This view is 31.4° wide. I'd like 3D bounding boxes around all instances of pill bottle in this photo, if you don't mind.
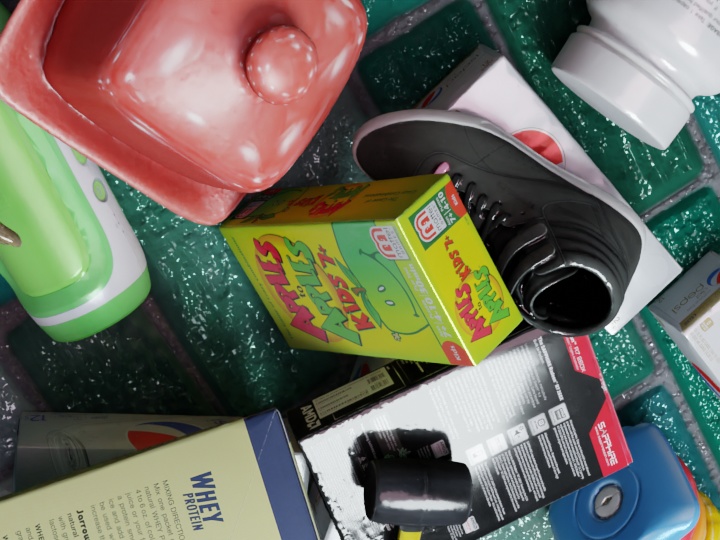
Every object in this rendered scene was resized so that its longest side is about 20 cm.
[{"bbox_3d":[0.220,-0.188,0.835,0.113,0.113,0.201,33,96,-19],"label":"pill bottle"}]

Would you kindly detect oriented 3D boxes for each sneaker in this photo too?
[{"bbox_3d":[0.082,-0.029,0.776,0.198,0.100,0.071,24,125,-3],"label":"sneaker"}]

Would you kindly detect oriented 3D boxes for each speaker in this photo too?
[{"bbox_3d":[-0.207,-0.058,0.795,0.088,0.088,0.202,-26,110,-4],"label":"speaker"}]

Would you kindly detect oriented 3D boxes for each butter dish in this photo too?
[{"bbox_3d":[-0.076,-0.131,0.744,0.199,0.147,0.201,33,88,-40],"label":"butter dish"}]

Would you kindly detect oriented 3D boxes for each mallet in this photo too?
[{"bbox_3d":[0.034,0.208,0.815,0.065,0.041,0.202,-3,114,-9],"label":"mallet"}]

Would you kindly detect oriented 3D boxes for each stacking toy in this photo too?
[{"bbox_3d":[0.249,0.213,0.976,0.199,0.110,0.116,33,113,-30],"label":"stacking toy"}]

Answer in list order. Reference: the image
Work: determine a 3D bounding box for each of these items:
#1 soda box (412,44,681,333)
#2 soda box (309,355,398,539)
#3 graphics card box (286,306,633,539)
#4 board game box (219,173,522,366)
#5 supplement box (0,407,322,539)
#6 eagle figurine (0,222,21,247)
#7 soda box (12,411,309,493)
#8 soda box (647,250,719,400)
[{"bbox_3d":[0.126,-0.055,0.868,0.068,0.064,0.200,-42,109,5],"label":"soda box"},{"bbox_3d":[0.016,0.126,0.899,0.063,0.068,0.202,16,102,-17],"label":"soda box"},{"bbox_3d":[0.065,0.110,0.833,0.198,0.051,0.127,-26,112,-6],"label":"graphics card box"},{"bbox_3d":[0.000,0.000,0.796,0.048,0.199,0.102,-41,112,-28],"label":"board game box"},{"bbox_3d":[-0.112,0.207,0.764,0.198,0.134,0.202,-18,85,-6],"label":"supplement box"},{"bbox_3d":[-0.299,-0.012,0.742,0.198,0.153,0.151,-22,155,19],"label":"eagle figurine"},{"bbox_3d":[-0.136,0.141,0.879,0.197,0.063,0.069,4,105,-13],"label":"soda box"},{"bbox_3d":[0.304,0.083,0.961,0.068,0.064,0.200,-41,110,2],"label":"soda box"}]
